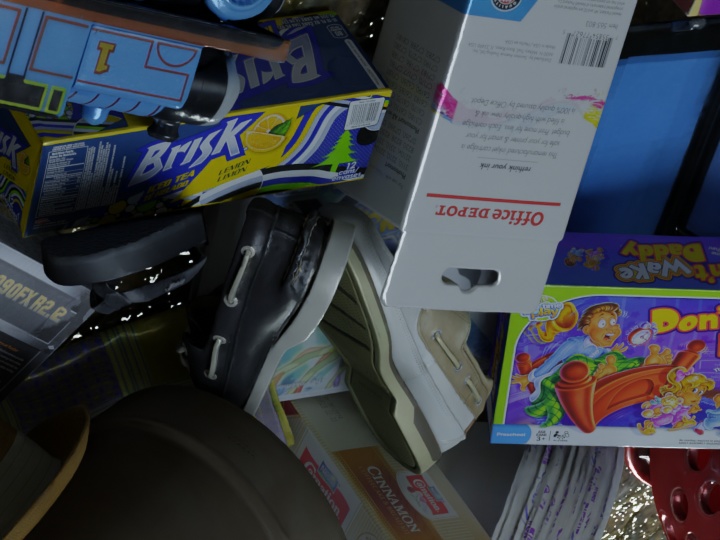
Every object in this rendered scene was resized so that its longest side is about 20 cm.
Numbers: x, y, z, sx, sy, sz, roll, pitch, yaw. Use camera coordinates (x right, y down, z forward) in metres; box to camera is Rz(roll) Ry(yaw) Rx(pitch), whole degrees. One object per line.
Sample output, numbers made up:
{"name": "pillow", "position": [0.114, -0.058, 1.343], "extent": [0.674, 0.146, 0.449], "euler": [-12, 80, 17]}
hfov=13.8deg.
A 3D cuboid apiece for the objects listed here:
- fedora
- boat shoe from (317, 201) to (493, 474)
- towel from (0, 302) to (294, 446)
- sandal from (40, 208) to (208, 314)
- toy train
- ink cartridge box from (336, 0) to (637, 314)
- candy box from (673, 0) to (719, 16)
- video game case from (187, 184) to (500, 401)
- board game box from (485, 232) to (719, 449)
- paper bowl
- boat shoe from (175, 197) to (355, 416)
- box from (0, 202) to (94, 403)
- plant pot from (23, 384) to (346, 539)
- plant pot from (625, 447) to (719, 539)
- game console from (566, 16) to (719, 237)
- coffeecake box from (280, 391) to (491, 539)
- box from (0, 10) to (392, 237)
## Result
{"name": "fedora", "position": [-0.225, 0.121, 1.490], "extent": [0.201, 0.201, 0.082], "euler": [-41, 101, 7]}
{"name": "boat shoe", "position": [0.020, 0.026, 1.652], "extent": [0.068, 0.075, 0.200], "euler": [-39, 140, -16]}
{"name": "towel", "position": [-0.138, 0.087, 1.660], "extent": [0.200, 0.023, 0.144], "euler": [-19, 140, -9]}
{"name": "sandal", "position": [-0.107, -0.004, 1.492], "extent": [0.076, 0.043, 0.200], "euler": [-9, -178, 8]}
{"name": "toy train", "position": [-0.124, -0.125, 1.390], "extent": [0.200, 0.087, 0.114], "euler": [10, 105, -40]}
{"name": "ink cartridge box", "position": [0.063, -0.082, 1.570], "extent": [0.115, 0.068, 0.200], "euler": [4, 110, -38]}
{"name": "candy box", "position": [0.263, -0.206, 1.651], "extent": [0.200, 0.056, 0.117], "euler": [-7, 135, -35]}
{"name": "video game case", "position": [0.000, 0.000, 1.676], "extent": [0.200, 0.022, 0.183], "euler": [-9, 136, -22]}
{"name": "board game box", "position": [0.178, 0.042, 1.719], "extent": [0.199, 0.045, 0.135], "euler": [1, 135, -4]}
{"name": "paper bowl", "position": [0.076, 0.175, 1.829], "extent": [0.104, 0.201, 0.201], "euler": [24, 122, -3]}
{"name": "boat shoe", "position": [-0.064, 0.031, 1.571], "extent": [0.060, 0.074, 0.200], "euler": [23, 144, -8]}
{"name": "box", "position": [-0.249, 0.020, 1.499], "extent": [0.158, 0.048, 0.200], "euler": [-45, 143, 12]}
{"name": "plant pot", "position": [-0.127, 0.183, 1.549], "extent": [0.173, 0.200, 0.200], "euler": [-31, 149, -45]}
{"name": "plant pot", "position": [0.274, 0.123, 1.911], "extent": [0.200, 0.183, 0.201], "euler": [-22, 142, -19]}
{"name": "game console", "position": [0.193, -0.040, 1.701], "extent": [0.118, 0.171, 0.200], "euler": [-39, 155, -43]}
{"name": "coffeecake box", "position": [-0.022, 0.183, 1.767], "extent": [0.073, 0.154, 0.200], "euler": [-4, 132, -37]}
{"name": "box", "position": [-0.089, -0.076, 1.502], "extent": [0.200, 0.070, 0.064], "euler": [-10, 138, -30]}
